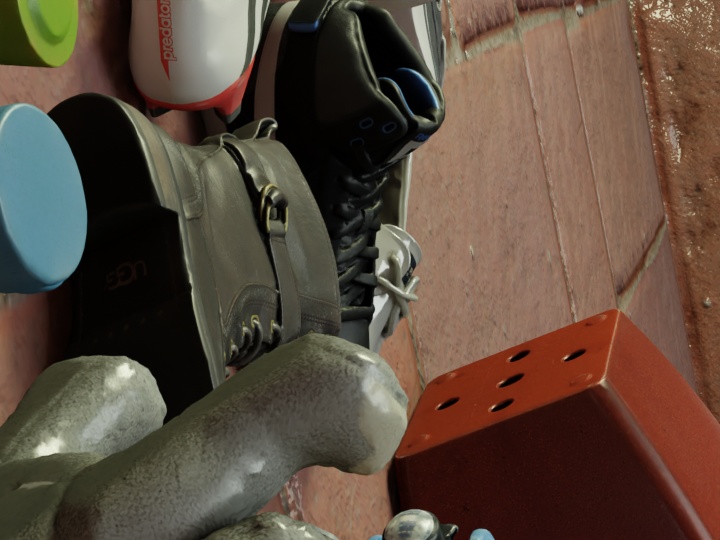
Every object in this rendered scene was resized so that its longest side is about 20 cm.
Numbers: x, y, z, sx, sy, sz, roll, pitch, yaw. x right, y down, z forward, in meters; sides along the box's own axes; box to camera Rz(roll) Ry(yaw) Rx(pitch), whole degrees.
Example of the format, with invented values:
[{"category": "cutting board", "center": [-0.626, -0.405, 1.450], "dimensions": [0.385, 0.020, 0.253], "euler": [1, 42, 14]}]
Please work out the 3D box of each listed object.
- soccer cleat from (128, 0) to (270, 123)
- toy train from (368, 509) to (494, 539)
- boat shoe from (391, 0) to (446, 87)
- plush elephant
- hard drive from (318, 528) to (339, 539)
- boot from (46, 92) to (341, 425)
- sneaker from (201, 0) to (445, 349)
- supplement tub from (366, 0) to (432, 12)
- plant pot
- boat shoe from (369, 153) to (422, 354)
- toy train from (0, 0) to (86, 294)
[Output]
[{"category": "soccer cleat", "center": [-0.063, -0.152, 0.894], "dimensions": [0.086, 0.068, 0.201], "euler": [86, 11, -45]}, {"category": "toy train", "center": [0.045, 0.221, 1.049], "dimensions": [0.115, 0.086, 0.201], "euler": [-70, 148, -52]}, {"category": "boat shoe", "center": [0.016, -0.174, 1.208], "dimensions": [0.068, 0.071, 0.201], "euler": [-66, 146, -62]}, {"category": "plush elephant", "center": [-0.062, 0.129, 0.560], "dimensions": [0.200, 0.164, 0.156], "euler": [-42, 111, -39]}, {"category": "hard drive", "center": [-0.009, 0.223, 0.913], "dimensions": [0.135, 0.042, 0.201], "euler": [-76, 153, -57]}, {"category": "boot", "center": [-0.050, 0.025, 0.789], "dimensions": [0.174, 0.069, 0.202], "euler": [15, 64, -65]}, {"category": "sneaker", "center": [-0.007, -0.029, 0.925], "dimensions": [0.073, 0.111, 0.202], "euler": [-17, 94, -54]}, {"category": "supplement tub", "center": [-0.004, -0.247, 1.030], "dimensions": [0.201, 0.144, 0.146], "euler": [65, 21, -47]}, {"category": "plant pot", "center": [0.124, 0.141, 1.219], "dimensions": [0.177, 0.199, 0.200], "euler": [64, 18, -11]}, {"category": "boat shoe", "center": [0.000, 0.000, 1.044], "dimensions": [0.072, 0.065, 0.201], "euler": [67, 20, -43]}, {"category": "toy train", "center": [-0.123, -0.068, 0.516], "dimensions": [0.085, 0.115, 0.201], "euler": [62, 24, -52]}]
